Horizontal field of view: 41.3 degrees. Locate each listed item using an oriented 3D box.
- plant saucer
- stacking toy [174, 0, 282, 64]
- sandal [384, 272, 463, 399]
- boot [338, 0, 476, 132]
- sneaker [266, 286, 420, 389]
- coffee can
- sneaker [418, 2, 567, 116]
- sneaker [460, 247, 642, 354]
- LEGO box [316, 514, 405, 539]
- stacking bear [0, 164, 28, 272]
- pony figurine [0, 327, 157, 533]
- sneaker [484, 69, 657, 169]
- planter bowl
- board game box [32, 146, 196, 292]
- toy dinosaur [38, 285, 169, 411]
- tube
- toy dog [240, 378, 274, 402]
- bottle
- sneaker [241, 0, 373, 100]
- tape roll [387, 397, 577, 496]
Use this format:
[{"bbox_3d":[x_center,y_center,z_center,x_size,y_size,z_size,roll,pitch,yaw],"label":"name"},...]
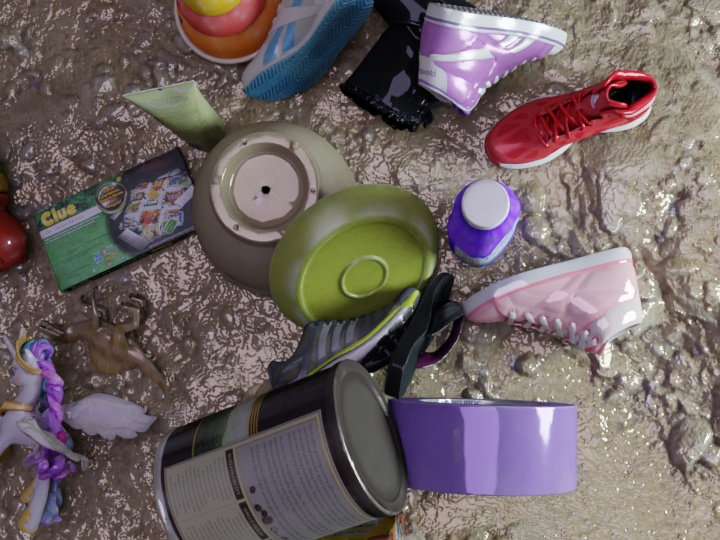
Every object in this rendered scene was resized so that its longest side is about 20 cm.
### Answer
[{"bbox_3d":[0.000,0.000,1.036,0.199,0.201,0.031,-33,42,2],"label":"plant saucer"},{"bbox_3d":[-0.165,-0.331,1.075,0.144,0.200,0.148,-1,84,7],"label":"stacking toy"},{"bbox_3d":[0.077,0.073,1.025,0.047,0.201,0.076,16,125,14],"label":"sandal"},{"bbox_3d":[0.032,-0.268,1.111,0.197,0.073,0.164,33,89,5],"label":"boot"},{"bbox_3d":[-0.016,0.075,1.020,0.199,0.074,0.081,-37,62,-20],"label":"sneaker"},{"bbox_3d":[-0.074,0.187,0.905,0.198,0.146,0.148,-23,82,18],"label":"coffee can"},{"bbox_3d":[0.143,-0.232,1.070,0.198,0.072,0.116,-3,112,-32],"label":"sneaker"},{"bbox_3d":[0.217,0.050,1.053,0.197,0.075,0.106,-15,78,1],"label":"sneaker"},{"bbox_3d":[-0.054,0.318,1.024,0.197,0.149,0.078,-6,85,7],"label":"LEGO box"},{"bbox_3d":[-0.472,-0.088,1.141,0.113,0.121,0.201,-32,91,10],"label":"stacking bear"},{"bbox_3d":[-0.358,0.189,1.087,0.191,0.166,0.202,27,104,16],"label":"pony figurine"},{"bbox_3d":[0.231,-0.178,1.054,0.198,0.116,0.079,-23,82,4],"label":"sneaker"},{"bbox_3d":[-0.099,-0.079,1.065,0.197,0.135,0.203,0,82,0],"label":"planter bowl"},{"bbox_3d":[-0.289,-0.061,1.154,0.198,0.023,0.106,-23,84,4],"label":"board game box"},{"bbox_3d":[-0.283,0.082,1.132,0.198,0.058,0.102,24,103,16],"label":"toy dinosaur"},{"bbox_3d":[-0.196,-0.178,1.064,0.052,0.200,0.058,38,90,7],"label":"tube"},{"bbox_3d":[-0.072,0.208,1.059,0.199,0.132,0.096,37,67,18],"label":"toy dog"},{"bbox_3d":[0.131,-0.054,1.012,0.065,0.200,0.084,37,88,9],"label":"bottle"},{"bbox_3d":[-0.069,-0.277,1.106,0.200,0.076,0.081,-40,60,28],"label":"sneaker"},{"bbox_3d":[0.124,0.178,0.990,0.197,0.200,0.086,1,84,7],"label":"tape roll"}]
